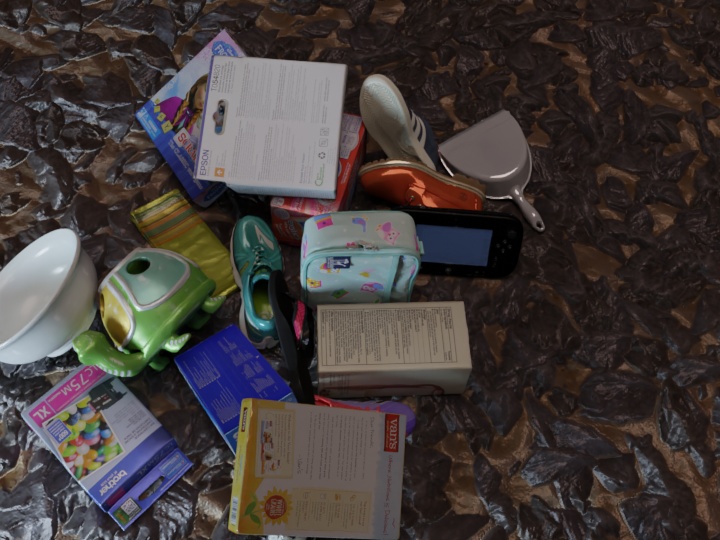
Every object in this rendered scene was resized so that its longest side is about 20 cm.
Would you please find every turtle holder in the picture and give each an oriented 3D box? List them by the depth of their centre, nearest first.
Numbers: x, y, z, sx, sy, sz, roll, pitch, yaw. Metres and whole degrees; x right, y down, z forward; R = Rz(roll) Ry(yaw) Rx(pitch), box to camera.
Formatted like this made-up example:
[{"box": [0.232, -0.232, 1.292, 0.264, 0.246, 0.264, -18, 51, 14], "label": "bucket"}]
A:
[{"box": [-0.280, 0.056, 1.061, 0.132, 0.141, 0.186, 43, 80, -5], "label": "turtle holder"}]

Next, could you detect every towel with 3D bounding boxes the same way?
[{"box": [-0.250, -0.035, 1.193, 0.086, 0.018, 0.200, -35, 67, -20], "label": "towel"}]

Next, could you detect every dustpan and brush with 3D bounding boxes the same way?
[{"box": [0.227, -0.144, 1.271, 0.139, 0.057, 0.201, -29, 58, -6], "label": "dustpan and brush"}]

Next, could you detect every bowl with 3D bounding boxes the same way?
[{"box": [-0.413, 0.049, 1.070, 0.200, 0.090, 0.202, -25, 40, 23], "label": "bowl"}]

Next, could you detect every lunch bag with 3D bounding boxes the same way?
[{"box": [0.000, 0.000, 1.080, 0.159, 0.201, 0.078, 1, 61, -4], "label": "lunch bag"}]

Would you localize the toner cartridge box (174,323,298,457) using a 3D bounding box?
[{"box": [-0.156, 0.144, 1.018, 0.095, 0.043, 0.200, -31, 33, -15], "label": "toner cartridge box"}]

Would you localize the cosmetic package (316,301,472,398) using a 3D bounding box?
[{"box": [0.040, 0.106, 1.085, 0.198, 0.088, 0.104, 0, 58, -2], "label": "cosmetic package"}]

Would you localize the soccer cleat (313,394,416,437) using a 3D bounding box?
[{"box": [-0.026, 0.190, 1.038, 0.198, 0.077, 0.067, 1, 61, -1], "label": "soccer cleat"}]

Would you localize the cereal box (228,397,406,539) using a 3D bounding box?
[{"box": [-0.044, 0.227, 0.927, 0.198, 0.039, 0.145, 11, 76, -25], "label": "cereal box"}]

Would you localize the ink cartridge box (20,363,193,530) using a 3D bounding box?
[{"box": [-0.320, 0.213, 1.031, 0.200, 0.042, 0.119, 41, 66, 17], "label": "ink cartridge box"}]

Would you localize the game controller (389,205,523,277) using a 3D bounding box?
[{"box": [0.131, -0.040, 1.170, 0.198, 0.105, 0.042, 4, 26, 0], "label": "game controller"}]

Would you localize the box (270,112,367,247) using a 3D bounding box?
[{"box": [-0.059, -0.136, 1.218, 0.099, 0.096, 0.201, 13, 59, 6], "label": "box"}]

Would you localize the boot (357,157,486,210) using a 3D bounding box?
[{"box": [0.087, -0.099, 1.214, 0.198, 0.075, 0.108, 14, 65, -3], "label": "boot"}]

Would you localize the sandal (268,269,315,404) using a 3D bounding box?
[{"box": [-0.076, 0.083, 1.038, 0.045, 0.075, 0.201, -23, 54, 7], "label": "sandal"}]

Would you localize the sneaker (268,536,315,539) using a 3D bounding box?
[{"box": [-0.042, 0.283, 0.979, 0.128, 0.080, 0.201, 1, 70, -17], "label": "sneaker"}]

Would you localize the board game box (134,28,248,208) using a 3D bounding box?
[{"box": [-0.223, -0.234, 1.250, 0.199, 0.041, 0.200, -42, 66, 7], "label": "board game box"}]

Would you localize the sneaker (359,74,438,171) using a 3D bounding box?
[{"box": [0.063, -0.224, 1.237, 0.074, 0.201, 0.085, -5, 44, 29], "label": "sneaker"}]

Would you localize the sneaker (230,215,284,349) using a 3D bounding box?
[{"box": [-0.135, 0.007, 1.132, 0.077, 0.080, 0.202, -5, 63, -16], "label": "sneaker"}]

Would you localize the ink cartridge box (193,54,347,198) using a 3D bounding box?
[{"box": [-0.123, -0.204, 1.152, 0.198, 0.041, 0.202, 5, 73, 0], "label": "ink cartridge box"}]
